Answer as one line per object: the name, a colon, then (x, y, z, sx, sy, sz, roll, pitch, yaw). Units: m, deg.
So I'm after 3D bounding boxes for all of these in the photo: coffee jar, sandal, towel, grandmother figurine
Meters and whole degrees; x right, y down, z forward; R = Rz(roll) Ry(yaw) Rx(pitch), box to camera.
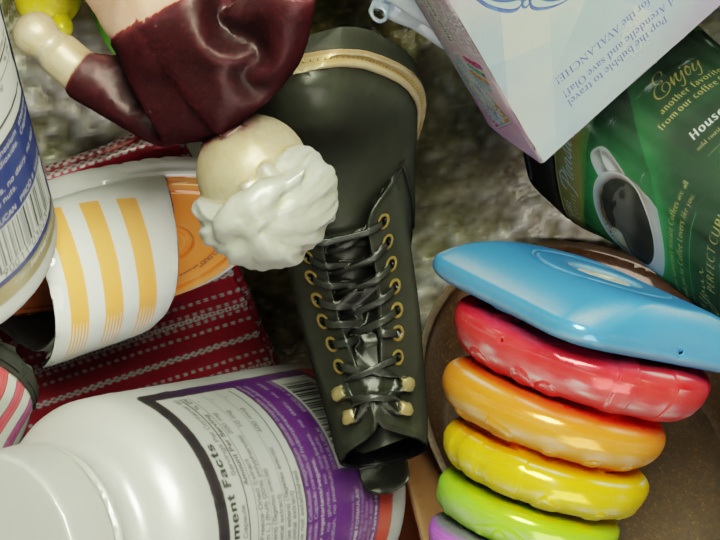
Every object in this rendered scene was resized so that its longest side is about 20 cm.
coffee jar: (0.153, -0.034, 0.897, 0.085, 0.200, 0.104, -37, 143, -19)
sandal: (-0.138, 0.009, 0.888, 0.206, 0.059, 0.079, -10, 137, -9)
towel: (-0.120, 0.024, 0.969, 0.144, 0.023, 0.200, -19, 137, -1)
grandmother figurine: (-0.064, -0.092, 0.751, 0.121, 0.200, 0.061, -17, -167, 40)

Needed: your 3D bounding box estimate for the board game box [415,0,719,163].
board game box: (0.090, -0.173, 0.777, 0.200, 0.043, 0.199, -41, 132, -7)

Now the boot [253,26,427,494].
boot: (0.000, 0.000, 0.859, 0.077, 0.139, 0.200, -11, 160, 6)

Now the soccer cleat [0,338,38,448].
soccer cleat: (-0.176, 0.082, 0.911, 0.068, 0.073, 0.200, 13, 154, -3)

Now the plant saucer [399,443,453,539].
plant saucer: (0.037, 0.156, 1.040, 0.032, 0.201, 0.200, -9, 138, -7)

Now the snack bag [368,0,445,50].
snack bag: (0.060, -0.170, 0.802, 0.200, 0.021, 0.189, 26, 101, -42)

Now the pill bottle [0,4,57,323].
pill bottle: (-0.179, -0.071, 0.773, 0.111, 0.111, 0.200, -15, 138, -8)

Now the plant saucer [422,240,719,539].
plant saucer: (0.112, 0.078, 0.999, 0.200, 0.201, 0.037, 1, 146, -24)

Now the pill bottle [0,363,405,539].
pill bottle: (-0.080, 0.103, 0.913, 0.200, 0.111, 0.111, -7, 142, -53)

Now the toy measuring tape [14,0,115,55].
toy measuring tape: (-0.031, -0.114, 0.819, 0.200, 0.074, 0.074, -14, 138, -10)

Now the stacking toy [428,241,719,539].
stacking toy: (0.070, 0.096, 0.883, 0.116, 0.110, 0.200, 10, 100, -37)
